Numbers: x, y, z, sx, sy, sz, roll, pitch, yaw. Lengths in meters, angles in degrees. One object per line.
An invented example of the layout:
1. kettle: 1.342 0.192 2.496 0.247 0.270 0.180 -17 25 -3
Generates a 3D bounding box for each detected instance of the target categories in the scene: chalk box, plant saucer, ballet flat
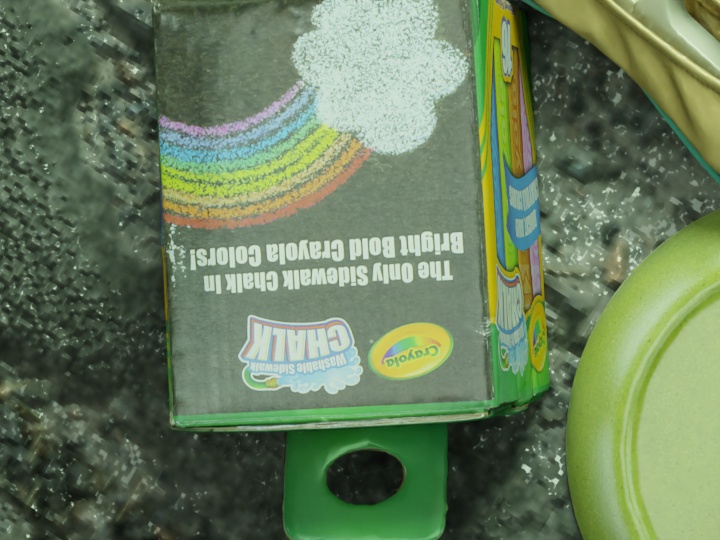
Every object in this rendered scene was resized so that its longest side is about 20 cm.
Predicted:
1. chalk box: 0.000 0.000 0.925 0.124 0.124 0.201 -2 90 13
2. plant saucer: 0.173 0.068 0.927 0.199 0.031 0.201 0 89 14
3. ballet flat: 0.107 -0.109 0.924 0.200 0.069 0.063 43 133 4
